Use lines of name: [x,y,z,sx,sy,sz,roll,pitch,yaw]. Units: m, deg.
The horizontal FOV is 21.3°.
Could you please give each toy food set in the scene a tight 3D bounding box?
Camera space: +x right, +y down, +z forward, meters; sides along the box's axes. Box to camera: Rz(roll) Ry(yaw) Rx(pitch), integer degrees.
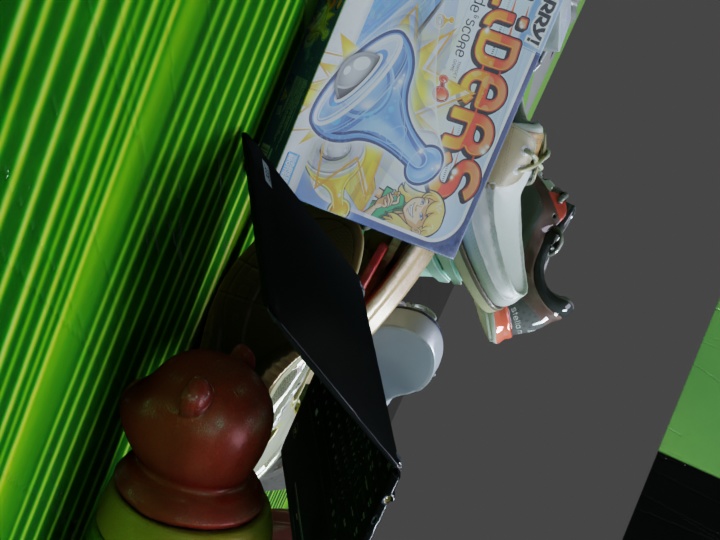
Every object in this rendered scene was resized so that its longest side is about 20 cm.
toy food set: [0.000,0.000,1.381,0.200,0.049,0.198,-47,-170,26]

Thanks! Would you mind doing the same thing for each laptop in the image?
laptop: [-0.043,0.065,1.025,0.178,0.103,0.201,-101,-150,-57]

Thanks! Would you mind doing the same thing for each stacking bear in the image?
stacking bear: [-0.098,0.136,1.035,0.121,0.113,0.201,-28,135,-57]

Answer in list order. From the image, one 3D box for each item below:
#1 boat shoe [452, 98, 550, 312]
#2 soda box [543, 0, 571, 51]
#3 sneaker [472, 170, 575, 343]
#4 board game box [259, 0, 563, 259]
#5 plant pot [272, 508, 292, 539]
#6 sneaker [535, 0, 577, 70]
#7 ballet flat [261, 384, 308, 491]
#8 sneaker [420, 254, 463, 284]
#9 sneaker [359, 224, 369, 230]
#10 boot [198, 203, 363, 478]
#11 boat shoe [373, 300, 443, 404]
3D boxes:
boat shoe: [0.081,-0.076,1.187,0.075,0.068,0.202,-26,104,-71]
soda box: [0.105,-0.247,1.249,0.064,0.068,0.201,-66,159,-59]
sneaker: [0.110,-0.051,1.360,0.077,0.081,0.202,49,32,-78]
board game box: [0.033,-0.122,1.108,0.034,0.135,0.201,31,-80,60]
plant pot: [-0.078,0.267,1.357,0.201,0.199,0.179,-66,158,-1]
sneaker: [0.100,-0.129,1.456,0.200,0.082,0.075,-47,163,21]
ballet flat: [-0.046,0.120,1.474,0.200,0.067,0.047,128,-41,-54]
sneaker: [0.047,-0.010,1.511,0.200,0.117,0.074,-147,-142,-76]
sneaker: [0.026,-0.082,1.236,0.106,0.075,0.200,-31,-179,-2]
boot: [-0.060,0.058,1.219,0.201,0.072,0.155,-61,172,-7]
boat shoe: [0.026,0.055,1.468,0.086,0.074,0.202,-61,-179,-28]
